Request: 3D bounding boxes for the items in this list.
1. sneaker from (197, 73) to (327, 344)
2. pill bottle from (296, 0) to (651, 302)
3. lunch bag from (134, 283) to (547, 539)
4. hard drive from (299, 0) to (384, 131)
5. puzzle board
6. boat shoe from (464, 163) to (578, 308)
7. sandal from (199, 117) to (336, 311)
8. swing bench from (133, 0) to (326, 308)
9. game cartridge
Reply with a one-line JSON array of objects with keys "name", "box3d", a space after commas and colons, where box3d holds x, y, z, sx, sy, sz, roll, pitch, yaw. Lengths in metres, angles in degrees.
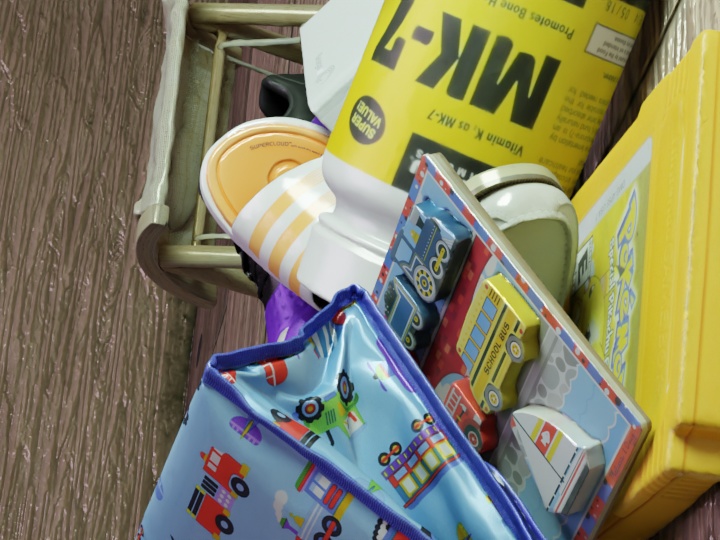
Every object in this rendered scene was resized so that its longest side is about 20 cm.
[{"name": "sneaker", "box3d": [-0.043, -0.021, 1.351, 0.070, 0.099, 0.200, 123, 161, -59]}, {"name": "pill bottle", "box3d": [0.051, -0.071, 1.151, 0.114, 0.114, 0.200, -124, 55, -79]}, {"name": "lunch bag", "box3d": [0.011, 0.134, 1.022, 0.200, 0.094, 0.151, 46, 138, 20]}, {"name": "hard drive", "box3d": [0.050, -0.166, 1.318, 0.200, 0.026, 0.132, -41, 21, 14]}, {"name": "puzzle board", "box3d": [0.040, 0.072, 1.030, 0.151, 0.017, 0.200, 54, 144, 29]}, {"name": "boat shoe", "box3d": [0.057, 0.040, 1.082, 0.200, 0.075, 0.068, 103, 155, -48]}, {"name": "sandal", "box3d": [0.006, -0.006, 1.268, 0.079, 0.207, 0.059, -46, -9, -8]}, {"name": "swing bench", "box3d": [-0.047, -0.079, 1.669, 0.130, 0.199, 0.199, 115, 162, -64]}, {"name": "game cartridge", "box3d": [0.113, 0.021, 1.021, 0.200, 0.032, 0.177, 115, 162, -69]}]
